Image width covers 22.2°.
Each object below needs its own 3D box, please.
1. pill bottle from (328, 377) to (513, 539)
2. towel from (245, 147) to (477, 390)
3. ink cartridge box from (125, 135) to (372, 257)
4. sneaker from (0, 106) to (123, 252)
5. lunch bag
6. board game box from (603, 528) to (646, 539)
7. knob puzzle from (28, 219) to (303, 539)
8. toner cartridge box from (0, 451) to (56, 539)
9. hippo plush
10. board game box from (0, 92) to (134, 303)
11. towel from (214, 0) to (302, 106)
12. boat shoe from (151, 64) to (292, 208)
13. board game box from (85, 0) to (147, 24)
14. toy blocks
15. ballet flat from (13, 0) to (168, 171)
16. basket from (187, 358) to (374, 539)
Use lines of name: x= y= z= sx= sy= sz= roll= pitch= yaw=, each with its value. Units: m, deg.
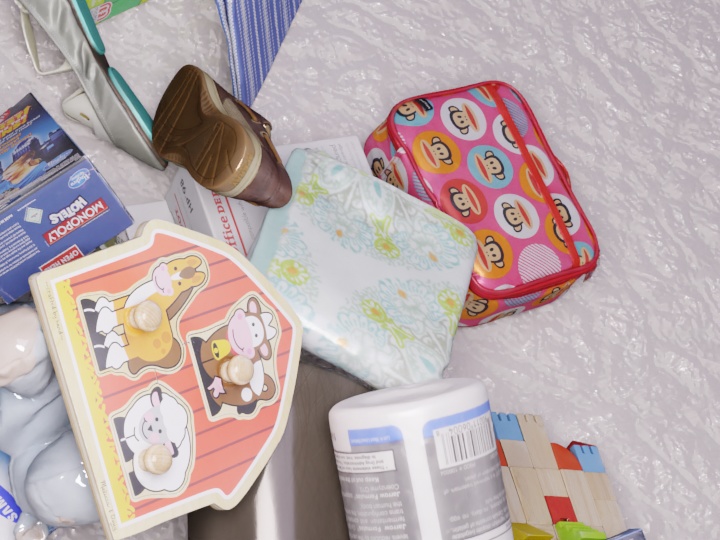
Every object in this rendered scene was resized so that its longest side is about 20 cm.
pill bottle: x=0.049 y=0.183 z=1.269 sx=0.113 sy=0.114 sz=0.202 roll=-11 pitch=93 yaw=-28
towel: x=0.000 y=0.000 z=1.391 sx=0.170 sy=0.048 sz=0.201 roll=27 pitch=39 yaw=-6
ink cartridge box: x=-0.080 y=-0.033 z=1.474 sx=0.199 sy=0.067 sz=0.117 roll=-10 pitch=66 yaw=-28
sneaker: x=-0.227 y=-0.038 z=1.429 sx=0.088 sy=0.077 sz=0.201 roll=1 pitch=55 yaw=-59
lunch bag: x=0.113 y=-0.060 z=1.572 sx=0.175 sy=0.082 sz=0.201 roll=-15 pitch=70 yaw=-34
board game box: x=0.137 y=0.288 z=1.347 sx=0.199 sy=0.035 sz=0.136 roll=-20 pitch=85 yaw=-9
knob puzzle: x=-0.107 y=0.061 z=1.213 sx=0.219 sy=0.030 sz=0.222 roll=9 pitch=76 yaw=-41
toner cartridge box: x=-0.283 y=0.108 z=1.320 sx=0.200 sy=0.043 sz=0.095 roll=48 pitch=56 yaw=7
hippo plush: x=-0.233 y=0.108 z=1.237 sx=0.159 sy=0.200 sz=0.162 roll=-25 pitch=97 yaw=-29
board game box: x=-0.259 y=-0.043 z=1.295 sx=0.062 sy=0.199 sz=0.200 roll=55 pitch=7 yaw=-25
towel: x=-0.079 y=-0.248 z=1.559 sx=0.024 sy=0.145 sz=0.201 roll=12 pitch=54 yaw=13
boat shoe: x=-0.103 y=-0.099 z=1.418 sx=0.072 sy=0.072 sz=0.200 roll=28 pitch=8 yaw=-31
board game box: x=-0.165 y=-0.287 z=1.558 sx=0.199 sy=0.102 sz=0.048 roll=-31 pitch=69 yaw=-34
toy blocks: x=0.125 y=0.174 z=1.439 sx=0.199 sy=0.100 sz=0.137 roll=8 pitch=50 yaw=-32
ballet flat: x=-0.224 y=-0.159 z=1.489 sx=0.063 sy=0.067 sz=0.201 roll=-29 pitch=90 yaw=5
basket: x=-0.060 y=0.185 z=1.318 sx=0.180 sy=0.135 sz=0.202 roll=34 pitch=51 yaw=-47
